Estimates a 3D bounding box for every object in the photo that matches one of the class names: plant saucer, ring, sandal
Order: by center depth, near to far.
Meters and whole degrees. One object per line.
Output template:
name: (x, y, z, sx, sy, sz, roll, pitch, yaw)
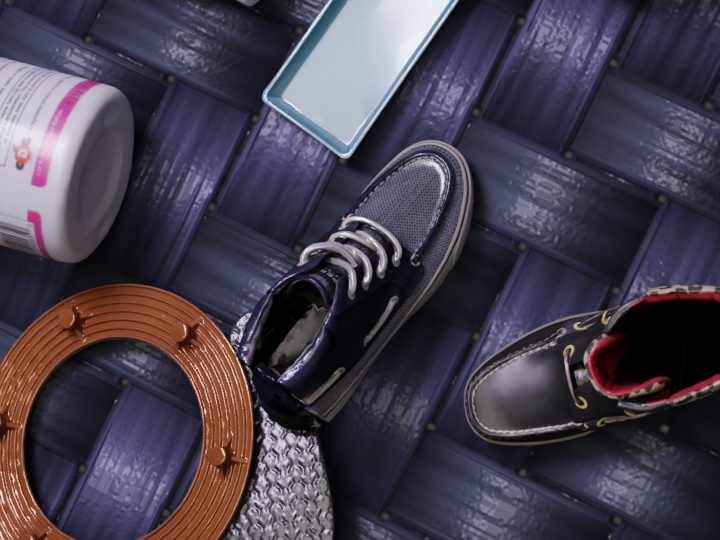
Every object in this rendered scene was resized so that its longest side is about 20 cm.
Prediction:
sandal: (-0.047, 0.122, 1.271, 0.075, 0.048, 0.201, -1, 74, 13)
plant saucer: (0.023, -0.169, 1.279, 0.070, 0.019, 0.200, 36, 96, 12)
ring: (-0.158, 0.106, 1.279, 0.200, 0.019, 0.201, -5, 76, 23)

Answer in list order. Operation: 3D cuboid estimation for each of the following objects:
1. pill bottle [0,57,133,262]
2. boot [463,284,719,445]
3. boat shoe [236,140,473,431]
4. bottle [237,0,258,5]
pill bottle: (-0.253, -0.083, 1.286, 0.200, 0.113, 0.113, 16, 91, 12)
boot: (0.146, 0.054, 1.173, 0.200, 0.151, 0.073, -13, 85, 11)
boat shoe: (0.000, 0.000, 1.222, 0.075, 0.093, 0.200, 27, 81, 17)
bottle: (-0.142, -0.233, 1.294, 0.200, 0.065, 0.084, 30, 94, 12)
